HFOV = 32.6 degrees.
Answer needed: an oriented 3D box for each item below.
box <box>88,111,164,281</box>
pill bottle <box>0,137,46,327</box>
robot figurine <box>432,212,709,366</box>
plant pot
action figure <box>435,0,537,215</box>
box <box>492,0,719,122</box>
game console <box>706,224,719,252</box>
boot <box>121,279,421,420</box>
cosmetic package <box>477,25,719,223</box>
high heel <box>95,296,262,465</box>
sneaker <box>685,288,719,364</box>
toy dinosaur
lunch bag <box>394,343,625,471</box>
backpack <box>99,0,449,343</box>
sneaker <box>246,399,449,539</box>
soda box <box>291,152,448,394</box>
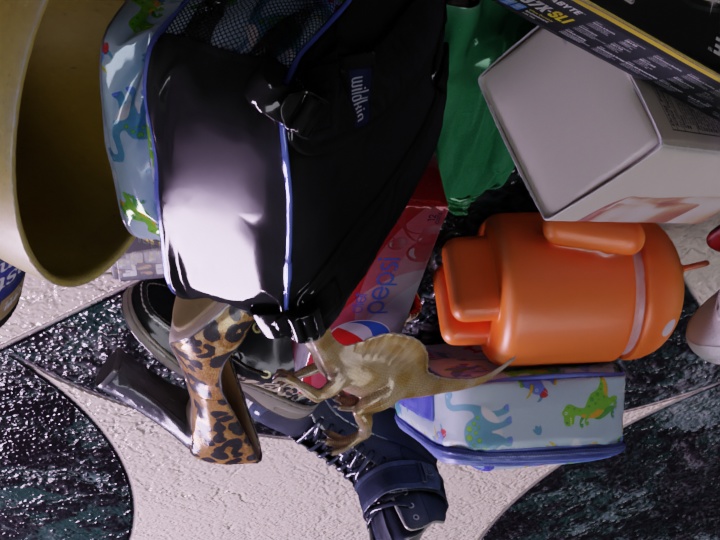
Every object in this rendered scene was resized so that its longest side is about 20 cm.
[{"bbox_3d":[-0.076,-0.065,0.827,0.197,0.050,0.162,-5,146,-9],"label":"box"},{"bbox_3d":[-0.268,-0.020,0.793,0.110,0.113,0.201,6,142,-20],"label":"pill bottle"},{"bbox_3d":[0.157,0.012,0.928,0.197,0.117,0.146,-2,112,-10],"label":"robot figurine"},{"bbox_3d":[-0.191,-0.108,0.651,0.140,0.202,0.201,16,146,12],"label":"plant pot"},{"bbox_3d":[0.076,-0.108,0.798,0.116,0.055,0.201,-3,140,-11],"label":"action figure"},{"bbox_3d":[0.162,-0.181,0.628,0.198,0.162,0.049,19,168,-33],"label":"box"},{"bbox_3d":[0.369,-0.078,0.883,0.198,0.175,0.118,14,178,-29],"label":"game console"},{"bbox_3d":[-0.065,0.028,0.947,0.153,0.074,0.203,-39,131,25],"label":"boot"},{"bbox_3d":[0.174,-0.090,0.746,0.087,0.104,0.199,-35,158,35],"label":"cosmetic package"},{"bbox_3d":[-0.080,0.067,0.878,0.142,0.072,0.199,36,129,-24],"label":"high heel"},{"bbox_3d":[0.283,0.002,0.863,0.099,0.076,0.200,27,148,-11],"label":"sneaker"},{"bbox_3d":[0.013,0.075,0.817,0.198,0.059,0.101,21,130,-33],"label":"toy dinosaur"},{"bbox_3d":[0.113,0.106,1.000,0.158,0.084,0.200,-1,-176,-14],"label":"lunch bag"},{"bbox_3d":[-0.040,-0.096,0.655,0.145,0.201,0.184,21,139,19],"label":"backpack"},{"bbox_3d":[-0.006,0.174,1.093,0.200,0.148,0.077,16,140,-28],"label":"sneaker"},{"bbox_3d":[0.000,0.000,0.825,0.063,0.071,0.201,2,139,-14],"label":"soda box"}]
